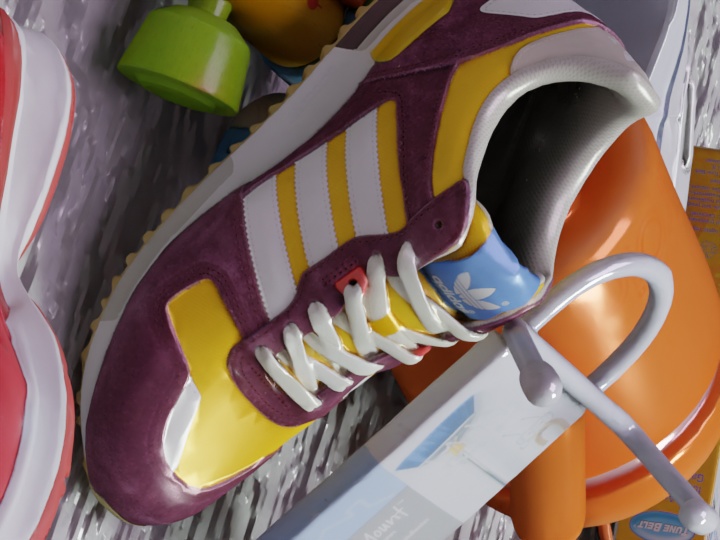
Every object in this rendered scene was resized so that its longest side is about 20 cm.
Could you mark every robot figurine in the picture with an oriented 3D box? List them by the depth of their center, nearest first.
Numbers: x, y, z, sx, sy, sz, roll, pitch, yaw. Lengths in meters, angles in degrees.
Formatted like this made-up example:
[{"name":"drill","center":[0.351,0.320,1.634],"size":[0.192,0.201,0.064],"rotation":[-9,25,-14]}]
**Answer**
[{"name":"robot figurine","center":[0.061,0.011,1.018],"size":[0.117,0.144,0.200],"rotation":[-38,135,-9]}]

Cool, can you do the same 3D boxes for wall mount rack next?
[{"name":"wall mount rack","center":[0.023,0.075,0.873],"size":[0.200,0.075,0.174],"rotation":[-43,149,5]}]

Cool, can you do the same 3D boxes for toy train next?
[{"name":"toy train","center":[-0.038,-0.099,0.876],"size":[0.200,0.085,0.116],"rotation":[38,73,-54]}]

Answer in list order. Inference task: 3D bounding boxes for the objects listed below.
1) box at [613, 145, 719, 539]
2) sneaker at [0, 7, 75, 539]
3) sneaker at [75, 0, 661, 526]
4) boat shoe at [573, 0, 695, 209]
[{"name":"box","center":[0.133,0.064,1.204],"size":[0.119,0.041,0.200],"rotation":[70,28,-68]},{"name":"sneaker","center":[-0.127,-0.011,0.695],"size":[0.116,0.078,0.200],"rotation":[47,25,-40]},{"name":"sneaker","center":[0.000,0.000,0.858],"size":[0.200,0.090,0.075],"rotation":[-53,136,-2]},{"name":"boat shoe","center":[0.092,-0.063,1.133],"size":[0.065,0.073,0.200],"rotation":[-18,118,-66]}]
